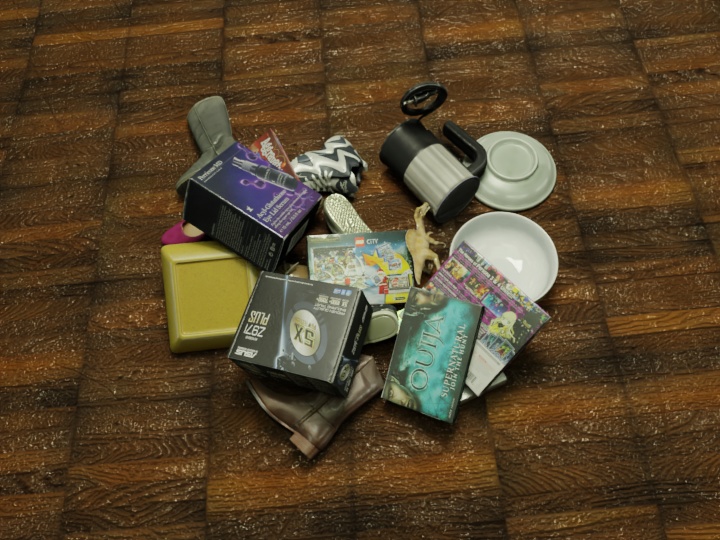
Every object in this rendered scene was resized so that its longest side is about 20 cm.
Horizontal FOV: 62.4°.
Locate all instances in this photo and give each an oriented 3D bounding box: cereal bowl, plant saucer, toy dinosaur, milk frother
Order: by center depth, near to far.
[{"bbox_3d":[-0.265,0.045,1.091,0.197,0.048,0.203,-6,91,-3],"label":"plant saucer"},{"bbox_3d":[0.263,-0.005,1.119,0.197,0.084,0.203,-2,63,3],"label":"cereal bowl"},{"bbox_3d":[0.117,-0.029,1.121,0.058,0.101,0.202,-24,44,36],"label":"toy dinosaur"},{"bbox_3d":[0.147,-0.235,1.165,0.180,0.200,0.188,-43,67,4],"label":"milk frother"},{"bbox_3d":[0.313,-0.221,1.242,0.197,0.050,0.203,-2,64,3],"label":"plant saucer"}]

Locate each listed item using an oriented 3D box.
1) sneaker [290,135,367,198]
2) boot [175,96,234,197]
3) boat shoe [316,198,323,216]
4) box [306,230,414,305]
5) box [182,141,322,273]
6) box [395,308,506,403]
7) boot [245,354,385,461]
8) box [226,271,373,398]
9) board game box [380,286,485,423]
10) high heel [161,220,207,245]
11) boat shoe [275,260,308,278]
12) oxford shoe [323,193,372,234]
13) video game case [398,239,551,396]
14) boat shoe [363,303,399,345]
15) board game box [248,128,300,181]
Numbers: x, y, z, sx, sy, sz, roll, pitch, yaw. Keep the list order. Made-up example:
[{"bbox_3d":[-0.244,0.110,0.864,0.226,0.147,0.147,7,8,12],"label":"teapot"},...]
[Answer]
[{"bbox_3d":[-0.069,-0.186,1.228,0.198,0.080,0.129,-35,58,-24],"label":"sneaker"},{"bbox_3d":[-0.346,-0.273,1.294,0.180,0.073,0.201,-30,64,-4],"label":"boot"},{"bbox_3d":[-0.163,-0.095,1.198,0.198,0.068,0.072,-22,46,-5],"label":"boat shoe"},{"bbox_3d":[0.000,0.000,1.121,0.197,0.038,0.139,-3,80,-8],"label":"box"},{"bbox_3d":[-0.194,-0.114,1.071,0.198,0.105,0.148,32,46,2],"label":"box"},{"bbox_3d":[0.154,0.143,1.078,0.143,0.036,0.202,-23,63,-8],"label":"box"},{"bbox_3d":[-0.076,0.199,1.049,0.186,0.064,0.200,43,74,12],"label":"boot"},{"bbox_3d":[-0.099,0.105,1.006,0.197,0.086,0.166,10,66,21],"label":"box"},{"bbox_3d":[0.122,0.141,1.016,0.134,0.028,0.203,14,88,24],"label":"board game box"},{"bbox_3d":[-0.315,-0.109,1.195,0.198,0.096,0.068,-23,64,-9],"label":"high heel"},{"bbox_3d":[-0.181,0.020,1.142,0.197,0.063,0.074,-9,63,-1],"label":"boat shoe"},{"bbox_3d":[-0.011,-0.059,1.180,0.075,0.058,0.201,-28,80,-17],"label":"oxford shoe"},{"bbox_3d":[0.194,0.080,1.030,0.200,0.036,0.182,44,100,22],"label":"video game case"},{"bbox_3d":[-0.021,0.100,1.091,0.197,0.075,0.066,-19,22,19],"label":"boat shoe"},{"bbox_3d":[-0.194,-0.208,1.227,0.103,0.019,0.201,-38,46,8],"label":"board game box"}]
